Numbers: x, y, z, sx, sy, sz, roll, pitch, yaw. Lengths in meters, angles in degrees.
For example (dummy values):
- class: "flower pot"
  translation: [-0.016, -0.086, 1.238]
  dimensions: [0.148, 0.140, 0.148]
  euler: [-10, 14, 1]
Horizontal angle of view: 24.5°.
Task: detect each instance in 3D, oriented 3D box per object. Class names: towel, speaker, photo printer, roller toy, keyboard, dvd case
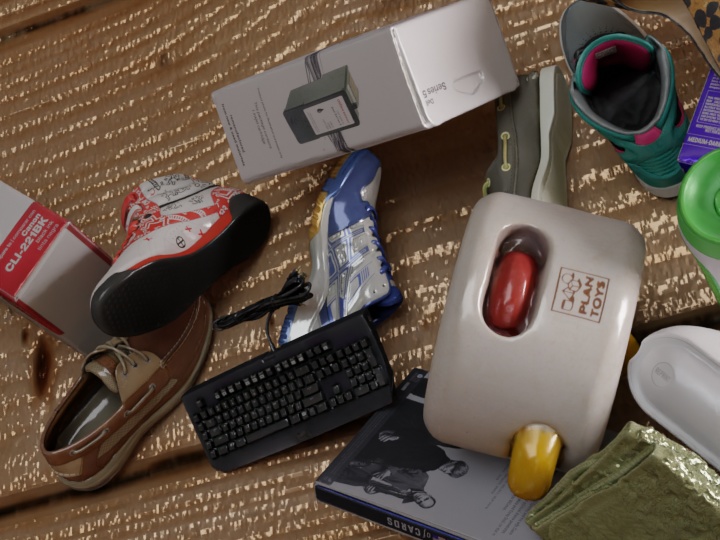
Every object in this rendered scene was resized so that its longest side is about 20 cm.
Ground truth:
- class: "towel"
  translation: [0.218, 0.190, 1.092]
  dimensions: [0.200, 0.148, 0.037]
  euler: [39, 48, -3]
- class: "speaker"
  translation: [0.278, -0.011, 1.158]
  dimensions: [0.088, 0.200, 0.089]
  euler: [-10, 63, 20]
- class: "photo printer"
  translation: [0.281, 0.109, 1.125]
  dimensions: [0.200, 0.166, 0.070]
  euler: [40, 106, 33]
- class: "roller toy"
  translation: [0.129, 0.046, 1.178]
  dimensions: [0.139, 0.200, 0.184]
  euler: [14, 113, 7]
- class: "keyboard"
  translation: [-0.068, 0.076, 1.322]
  dimensions: [0.199, 0.021, 0.128]
  euler: [-26, 83, 32]
- class: "dvd case"
  translation: [0.088, 0.148, 1.231]
  dimensions: [0.199, 0.025, 0.150]
  euler: [17, 42, 29]

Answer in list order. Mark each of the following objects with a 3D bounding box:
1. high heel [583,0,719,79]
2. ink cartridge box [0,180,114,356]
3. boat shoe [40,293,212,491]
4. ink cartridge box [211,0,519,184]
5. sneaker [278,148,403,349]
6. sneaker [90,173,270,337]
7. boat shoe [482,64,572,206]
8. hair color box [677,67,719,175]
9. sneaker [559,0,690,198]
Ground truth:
- class: "high heel"
  translation: [0.218, -0.190, 1.230]
  dimensions: [0.199, 0.071, 0.143]
  euler: [-3, 54, 37]
- class: "ink cartridge box"
  translation: [-0.308, -0.019, 1.459]
  dimensions: [0.199, 0.144, 0.084]
  euler: [28, 78, 31]
- class: "boat shoe"
  translation: [-0.197, 0.092, 1.399]
  dimensions: [0.075, 0.072, 0.201]
  euler: [25, 76, 31]
- class: "ink cartridge box"
  translation: [0.005, -0.147, 1.337]
  dimensions: [0.199, 0.145, 0.085]
  euler: [-14, 100, 40]
- class: "sneaker"
  translation: [0.000, 0.000, 1.363]
  dimensions: [0.087, 0.075, 0.202]
  euler: [10, 80, 19]
- class: "sneaker"
  translation: [-0.179, -0.016, 1.406]
  dimensions: [0.107, 0.068, 0.201]
  euler: [21, 42, 34]
- class: "boat shoe"
  translation: [0.132, -0.072, 1.331]
  dimensions: [0.060, 0.072, 0.203]
  euler: [-6, 59, 22]
- class: "hair color box"
  translation: [0.309, -0.141, 1.258]
  dimensions: [0.064, 0.109, 0.201]
  euler: [16, 73, 30]
- class: "sneaker"
  translation: [0.198, -0.161, 1.310]
  dimensions: [0.083, 0.121, 0.201]
  euler: [-31, 58, 9]
